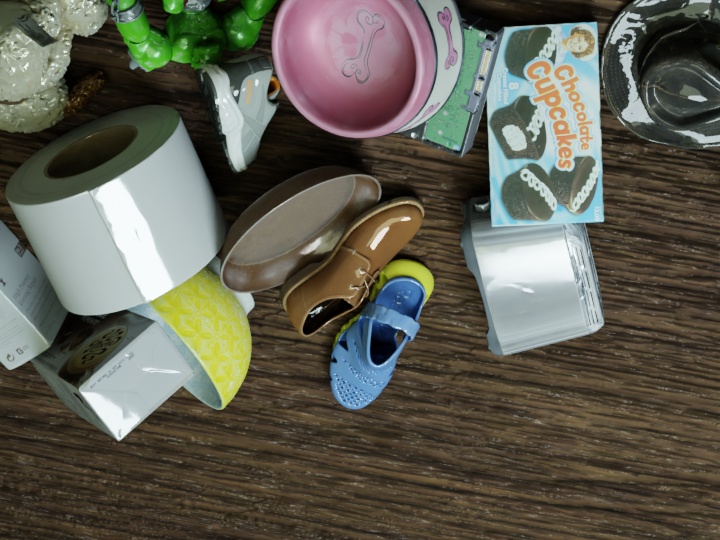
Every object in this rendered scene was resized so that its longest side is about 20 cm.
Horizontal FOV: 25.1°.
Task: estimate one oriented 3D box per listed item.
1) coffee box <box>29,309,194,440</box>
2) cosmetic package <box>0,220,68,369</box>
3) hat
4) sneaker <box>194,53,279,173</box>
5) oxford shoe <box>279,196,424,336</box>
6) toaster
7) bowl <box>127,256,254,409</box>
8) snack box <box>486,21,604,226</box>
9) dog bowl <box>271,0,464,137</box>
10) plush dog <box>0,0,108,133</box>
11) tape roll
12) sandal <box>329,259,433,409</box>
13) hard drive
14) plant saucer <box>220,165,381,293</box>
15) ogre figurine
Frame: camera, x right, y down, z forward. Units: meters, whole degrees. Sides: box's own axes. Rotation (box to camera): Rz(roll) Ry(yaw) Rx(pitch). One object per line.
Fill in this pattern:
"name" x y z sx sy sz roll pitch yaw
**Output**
"coffee box" -0.280 0.107 1.802 0.113 0.200 0.080 -41 112 -16
"cosmetic package" -0.426 0.003 1.832 0.074 0.102 0.200 -29 114 22
"hat" 0.340 -0.190 1.618 0.198 0.081 0.202 3 120 6
"sneaker" -0.117 -0.161 1.662 0.079 0.200 0.074 -24 75 -8
"oxford shoe" 0.000 0.000 1.772 0.200 0.072 0.071 -43 133 17
"toaster" 0.187 0.005 1.738 0.128 0.114 0.202 -11 117 12
"bowl" -0.183 0.045 1.804 0.108 0.200 0.201 -42 113 -17
"snack box" 0.187 -0.148 1.643 0.115 0.037 0.202 -2 93 9
"dog bowl" -0.001 -0.221 1.591 0.198 0.074 0.202 11 118 21
"plush dog" -0.360 -0.211 1.683 0.198 0.162 0.172 3 144 6
"tape roll" -0.256 -0.067 1.707 0.201 0.203 0.140 -15 117 16
"sandal" 0.017 0.083 1.825 0.079 0.087 0.201 20 123 -6
"hard drive" 0.037 -0.215 1.640 0.199 0.038 0.141 23 122 16
"plant saucer" -0.070 -0.049 1.723 0.200 0.200 0.035 -45 68 27
"ogre figurine" -0.163 -0.263 1.628 0.098 0.199 0.121 39 143 25
